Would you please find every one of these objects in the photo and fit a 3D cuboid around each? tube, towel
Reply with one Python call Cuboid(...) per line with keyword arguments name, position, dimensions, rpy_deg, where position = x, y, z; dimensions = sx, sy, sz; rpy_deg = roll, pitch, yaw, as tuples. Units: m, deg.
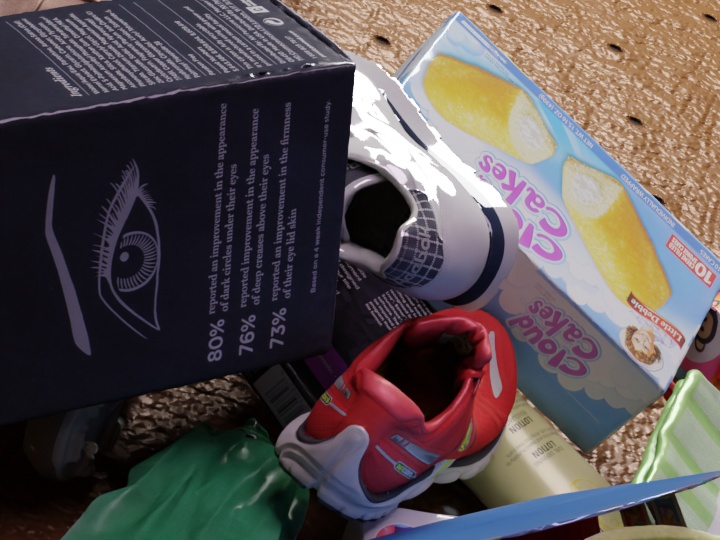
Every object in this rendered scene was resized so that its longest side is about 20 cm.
Cuboid(name="tube", position=(0.111, 0.128, 1.399), dimensions=(0.200, 0.058, 0.052), rpy_deg=(46, 1, 20))
Cuboid(name="towel", position=(0.209, 0.145, 1.336), dimensions=(0.200, 0.031, 0.149), rpy_deg=(46, 25, -5))

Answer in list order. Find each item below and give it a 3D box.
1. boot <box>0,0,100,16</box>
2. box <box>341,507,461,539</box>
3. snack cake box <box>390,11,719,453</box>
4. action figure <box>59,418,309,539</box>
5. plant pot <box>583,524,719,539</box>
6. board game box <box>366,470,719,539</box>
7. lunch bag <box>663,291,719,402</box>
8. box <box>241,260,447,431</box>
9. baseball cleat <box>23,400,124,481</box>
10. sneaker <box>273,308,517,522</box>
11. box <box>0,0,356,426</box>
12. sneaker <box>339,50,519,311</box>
Cuboid(name="boot", position=(-0.201, -0.127, 1.541), dimensions=(0.199, 0.074, 0.076), rpy_deg=(21, 50, -1))
Cuboid(name="box", position=(0.097, 0.183, 1.283), dimensions=(0.198, 0.041, 0.157), rpy_deg=(8, 40, -17))
Cuboid(name="snack cake box", position=(0.082, -0.020, 1.448), dimensions=(0.200, 0.067, 0.115), rpy_deg=(43, 39, -6))
Cuboid(name="action figure", position=(-0.069, 0.117, 1.278), dimensions=(0.118, 0.055, 0.200), rpy_deg=(26, 25, 2))
Cuboid(name="plant pot", position=(0.116, 0.235, 1.112), dimensions=(0.199, 0.185, 0.201), rpy_deg=(20, 34, -14))
Cuboid(name="board game box", position=(0.058, 0.124, 1.196), dimensions=(0.157, 0.200, 0.039), rpy_deg=(-12, 87, -31))
Cuboid(name="lunch bag", position=(0.266, 0.075, 1.506), dimensions=(0.199, 0.082, 0.176), rpy_deg=(28, 13, 25))
Cuboid(name="box", position=(0.000, 0.000, 1.438), dimensions=(0.200, 0.036, 0.143), rpy_deg=(-29, 81, -47))
Cuboid(name="baseball cleat", position=(-0.146, 0.035, 1.342), dimensions=(0.106, 0.070, 0.200), rpy_deg=(20, 22, 3))
Cuboid(name="sneaker", position=(0.037, 0.054, 1.322), dimensions=(0.077, 0.085, 0.200), rpy_deg=(41, 27, 6))
Cuboid(name="box", position=(-0.114, -0.030, 1.239), dimensions=(0.199, 0.149, 0.104), rpy_deg=(-10, 31, -29))
Cuboid(name="sneaker", position=(-0.013, -0.053, 1.339), dimensions=(0.080, 0.077, 0.200), rpy_deg=(3, 26, -46))
